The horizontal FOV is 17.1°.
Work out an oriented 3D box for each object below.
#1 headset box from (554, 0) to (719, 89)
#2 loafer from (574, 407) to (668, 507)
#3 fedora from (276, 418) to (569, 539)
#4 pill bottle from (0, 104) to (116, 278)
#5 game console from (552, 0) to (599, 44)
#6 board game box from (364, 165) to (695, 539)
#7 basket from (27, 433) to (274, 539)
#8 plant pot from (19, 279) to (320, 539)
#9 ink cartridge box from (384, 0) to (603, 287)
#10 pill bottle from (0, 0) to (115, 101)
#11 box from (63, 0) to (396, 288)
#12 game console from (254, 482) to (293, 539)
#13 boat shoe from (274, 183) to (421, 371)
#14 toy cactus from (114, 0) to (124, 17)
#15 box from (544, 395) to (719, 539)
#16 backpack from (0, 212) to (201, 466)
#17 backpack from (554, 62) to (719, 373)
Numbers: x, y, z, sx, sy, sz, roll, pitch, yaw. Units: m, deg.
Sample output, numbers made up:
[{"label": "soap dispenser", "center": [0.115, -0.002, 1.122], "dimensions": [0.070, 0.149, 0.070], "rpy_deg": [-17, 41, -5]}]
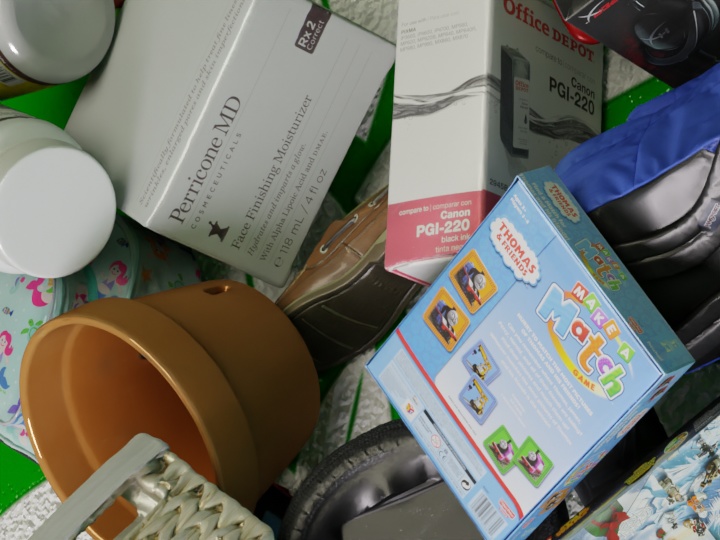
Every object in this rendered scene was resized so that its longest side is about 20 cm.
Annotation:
[{"label": "headset box", "center": [0.226, -0.192, 1.510], "dimensions": [0.149, 0.200, 0.077], "rpy_deg": [-37, 53, 23]}, {"label": "loafer", "center": [0.170, 0.129, 1.535], "dimensions": [0.068, 0.070, 0.201], "rpy_deg": [-28, 64, 22]}, {"label": "fedora", "center": [0.048, 0.193, 1.586], "dimensions": [0.200, 0.092, 0.201], "rpy_deg": [-7, 66, 15]}, {"label": "pill bottle", "center": [-0.262, -0.061, 1.743], "dimensions": [0.200, 0.113, 0.113], "rpy_deg": [24, 91, 57]}, {"label": "game console", "center": [0.196, -0.271, 1.640], "dimensions": [0.200, 0.119, 0.172], "rpy_deg": [-27, 26, 4]}, {"label": "board game box", "center": [0.099, 0.057, 1.470], "dimensions": [0.151, 0.037, 0.200], "rpy_deg": [55, 135, 18]}, {"label": "basket", "center": [-0.134, 0.232, 1.567], "dimensions": [0.123, 0.200, 0.136], "rpy_deg": [29, 52, 23]}, {"label": "plant pot", "center": [-0.122, 0.096, 1.689], "dimensions": [0.200, 0.140, 0.201], "rpy_deg": [25, 129, 34]}, {"label": "ink cartridge box", "center": [0.093, -0.085, 1.617], "dimensions": [0.085, 0.145, 0.201], "rpy_deg": [-11, 70, 36]}, {"label": "pill bottle", "center": [-0.282, -0.184, 1.839], "dimensions": [0.200, 0.109, 0.110], "rpy_deg": [-7, 71, 51]}, {"label": "box", "center": [-0.105, -0.121, 1.770], "dimensions": [0.200, 0.130, 0.199], "rpy_deg": [32, 97, 57]}, {"label": "game console", "center": [-0.055, 0.261, 1.701], "dimensions": [0.200, 0.031, 0.177], "rpy_deg": [33, 97, 41]}, {"label": "boat shoe", "center": [0.000, 0.000, 1.723], "dimensions": [0.200, 0.072, 0.068], "rpy_deg": [-37, 41, 24]}, {"label": "toy cactus", "center": [-0.242, -0.243, 1.985], "dimensions": [0.200, 0.102, 0.165], "rpy_deg": [18, 78, 49]}, {"label": "box", "center": [0.219, 0.163, 1.437], "dimensions": [0.200, 0.040, 0.137], "rpy_deg": [-40, 96, 11]}, {"label": "backpack", "center": [-0.217, 0.048, 1.827], "dimensions": [0.177, 0.150, 0.200], "rpy_deg": [23, 86, 52]}, {"label": "backpack", "center": [0.216, -0.033, 1.496], "dimensions": [0.200, 0.163, 0.168], "rpy_deg": [-32, 22, 31]}]
